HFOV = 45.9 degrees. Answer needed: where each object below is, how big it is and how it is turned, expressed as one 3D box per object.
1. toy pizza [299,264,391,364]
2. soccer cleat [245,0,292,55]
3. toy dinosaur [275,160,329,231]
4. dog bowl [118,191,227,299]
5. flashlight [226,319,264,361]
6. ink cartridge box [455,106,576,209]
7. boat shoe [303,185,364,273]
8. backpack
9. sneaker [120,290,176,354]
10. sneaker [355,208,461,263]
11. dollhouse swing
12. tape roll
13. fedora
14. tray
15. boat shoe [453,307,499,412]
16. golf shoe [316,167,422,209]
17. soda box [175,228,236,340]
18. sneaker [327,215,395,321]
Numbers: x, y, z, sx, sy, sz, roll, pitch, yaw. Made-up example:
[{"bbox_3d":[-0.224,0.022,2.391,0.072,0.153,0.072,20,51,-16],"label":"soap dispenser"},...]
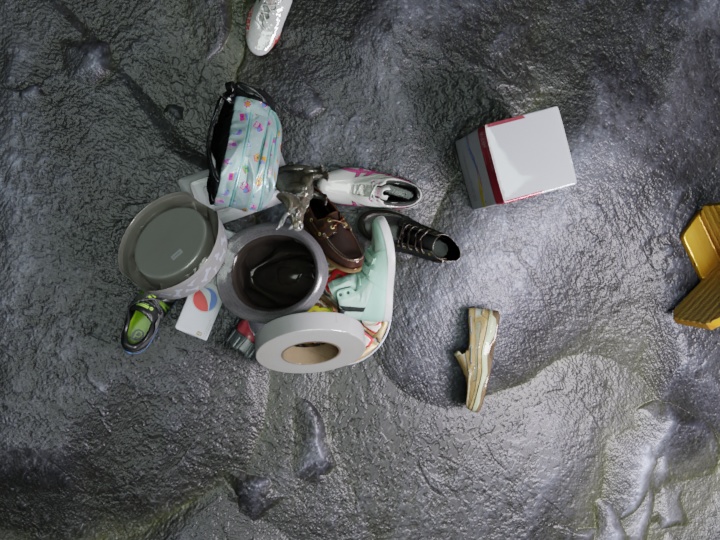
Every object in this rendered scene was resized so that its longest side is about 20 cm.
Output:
[{"bbox_3d":[-0.036,0.083,1.617,0.199,0.032,0.202,0,92,-10],"label":"toy pizza"},{"bbox_3d":[-0.157,-0.490,1.545,0.068,0.085,0.201,24,88,-10],"label":"soccer cleat"},{"bbox_3d":[-0.115,-0.159,1.512,0.102,0.201,0.077,-5,134,-17],"label":"toy dinosaur"},{"bbox_3d":[-0.322,-0.039,1.485,0.199,0.059,0.201,-11,58,18],"label":"dog bowl"},{"bbox_3d":[-0.165,0.070,1.579,0.068,0.068,0.200,41,84,-35],"label":"flashlight"},{"bbox_3d":[0.281,-0.202,1.575,0.144,0.200,0.146,-16,92,-9],"label":"ink cartridge box"},{"bbox_3d":[-0.057,-0.078,1.530,0.070,0.200,0.071,-15,137,-36],"label":"boat shoe"},{"bbox_3d":[-0.204,-0.203,1.484,0.126,0.167,0.201,7,66,-7],"label":"backpack"},{"bbox_3d":[-0.373,0.059,1.533,0.070,0.083,0.201,25,85,-9],"label":"sneaker"},{"bbox_3d":[0.093,-0.068,1.594,0.199,0.106,0.075,17,90,-10],"label":"sneaker"},{"bbox_3d":[0.674,-0.011,1.647,0.175,0.200,0.183,-29,97,-6],"label":"dollhouse swing"},{"bbox_3d":[-0.089,0.131,1.516,0.201,0.203,0.037,-1,62,-9],"label":"tape roll"},{"bbox_3d":[-0.148,0.008,1.511,0.199,0.090,0.178,-10,81,10],"label":"fedora"},{"bbox_3d":[-0.227,-0.154,1.568,0.199,0.022,0.108,-20,81,-8],"label":"tray"},{"bbox_3d":[0.217,0.171,1.653,0.076,0.072,0.201,10,83,5],"label":"boat shoe"},{"bbox_3d":[0.018,-0.155,1.587,0.199,0.092,0.073,3,93,-8],"label":"golf shoe"},{"bbox_3d":[-0.272,0.022,1.556,0.063,0.068,0.201,22,89,-10],"label":"soda box"},{"bbox_3d":[0.000,0.000,1.553,0.117,0.074,0.202,-1,106,-8],"label":"sneaker"}]
